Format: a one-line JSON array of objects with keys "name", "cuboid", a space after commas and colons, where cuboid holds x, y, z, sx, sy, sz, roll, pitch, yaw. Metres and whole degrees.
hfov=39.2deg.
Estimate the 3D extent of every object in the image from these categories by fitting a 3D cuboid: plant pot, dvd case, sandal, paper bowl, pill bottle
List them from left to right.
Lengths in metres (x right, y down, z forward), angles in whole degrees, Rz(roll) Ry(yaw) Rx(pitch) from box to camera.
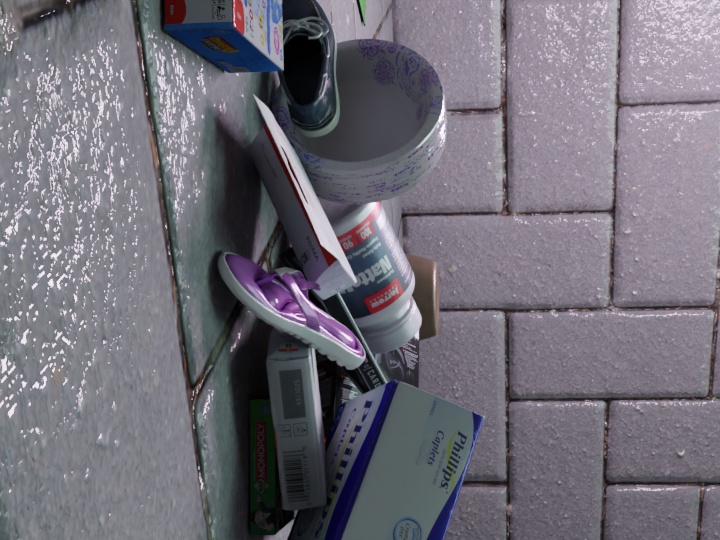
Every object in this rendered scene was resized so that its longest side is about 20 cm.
[{"name": "sandal", "cuboid": [-0.057, 0.027, 0.953, 0.202, 0.050, 0.083, 37, 13, -45]}, {"name": "dvd case", "cuboid": [-0.020, 0.078, 1.182, 0.201, 0.025, 0.150, 62, -10, -29]}, {"name": "pill bottle", "cuboid": [0.000, 0.000, 1.260, 0.120, 0.119, 0.201, -81, 149, -56]}, {"name": "paper bowl", "cuboid": [0.001, -0.163, 1.177, 0.105, 0.199, 0.201, 79, 12, -56]}, {"name": "plant pot", "cuboid": [0.030, 0.043, 1.523, 0.200, 0.174, 0.201, -1, 90, -82]}]

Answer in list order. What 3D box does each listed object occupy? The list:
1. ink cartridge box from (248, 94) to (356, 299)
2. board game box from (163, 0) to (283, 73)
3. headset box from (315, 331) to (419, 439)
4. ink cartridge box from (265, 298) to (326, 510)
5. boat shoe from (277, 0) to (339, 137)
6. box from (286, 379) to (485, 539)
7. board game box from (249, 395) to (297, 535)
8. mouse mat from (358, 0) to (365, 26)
[{"name": "ink cartridge box", "cuboid": [-0.068, -0.064, 0.990, 0.161, 0.047, 0.200, 65, 4, 13]}, {"name": "board game box", "cuboid": [-0.111, -0.279, 0.845, 0.200, 0.056, 0.197, -19, 108, -83]}, {"name": "headset box", "cuboid": [0.003, 0.132, 1.366, 0.148, 0.077, 0.201, 23, 55, -35]}, {"name": "ink cartridge box", "cuboid": [-0.066, 0.126, 1.050, 0.200, 0.050, 0.163, -108, -167, -72]}, {"name": "boat shoe", "cuboid": [-0.067, -0.245, 1.130, 0.062, 0.074, 0.201, 63, 20, -62]}, {"name": "box", "cuboid": [0.018, 0.224, 1.035, 0.185, 0.105, 0.200, -68, -169, -21]}, {"name": "board game box", "cuboid": [-0.086, 0.204, 1.107, 0.200, 0.029, 0.135, 37, 51, -81]}, {"name": "mouse mat", "cuboid": [0.001, -0.632, 2.109, 0.161, 0.007, 0.201, 67, 24, -73]}]
